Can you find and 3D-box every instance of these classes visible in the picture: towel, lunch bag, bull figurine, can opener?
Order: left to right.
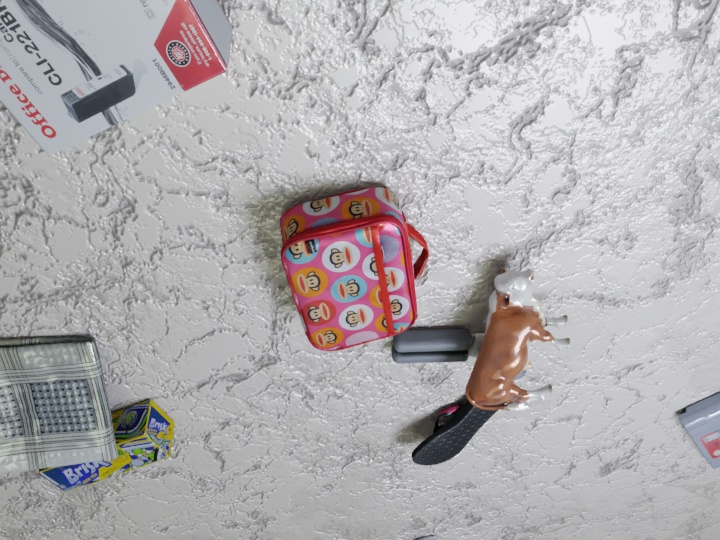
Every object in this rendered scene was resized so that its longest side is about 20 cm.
[{"bbox_3d":[-0.445,0.186,0.879,0.192,0.035,0.199,-2,112,-4],"label":"towel"},{"bbox_3d":[0.000,0.000,0.778,0.170,0.083,0.204,-13,134,0],"label":"lunch bag"},{"bbox_3d":[0.141,0.114,0.909,0.192,0.068,0.054,3,135,-3],"label":"can opener"},{"bbox_3d":[0.207,0.095,0.847,0.118,0.065,0.206,16,108,-3],"label":"bull figurine"}]

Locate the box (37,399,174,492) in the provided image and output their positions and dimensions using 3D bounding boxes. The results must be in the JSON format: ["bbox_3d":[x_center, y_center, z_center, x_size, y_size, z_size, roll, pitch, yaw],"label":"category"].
[{"bbox_3d":[-0.388,0.270,0.985,0.195,0.065,0.071,-21,131,12],"label":"box"}]

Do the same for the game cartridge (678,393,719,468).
[{"bbox_3d":[0.655,0.278,1.134,0.132,0.042,0.199,-35,127,18],"label":"game cartridge"}]

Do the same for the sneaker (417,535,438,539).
[{"bbox_3d":[0.171,0.627,1.366,0.193,0.077,0.117,8,134,-9],"label":"sneaker"}]

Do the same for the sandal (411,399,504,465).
[{"bbox_3d":[0.160,0.245,1.048,0.200,0.045,0.074,-46,130,13],"label":"sandal"}]

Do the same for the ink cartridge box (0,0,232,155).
[{"bbox_3d":[-0.230,-0.211,0.550,0.194,0.085,0.146,-20,133,12],"label":"ink cartridge box"}]
